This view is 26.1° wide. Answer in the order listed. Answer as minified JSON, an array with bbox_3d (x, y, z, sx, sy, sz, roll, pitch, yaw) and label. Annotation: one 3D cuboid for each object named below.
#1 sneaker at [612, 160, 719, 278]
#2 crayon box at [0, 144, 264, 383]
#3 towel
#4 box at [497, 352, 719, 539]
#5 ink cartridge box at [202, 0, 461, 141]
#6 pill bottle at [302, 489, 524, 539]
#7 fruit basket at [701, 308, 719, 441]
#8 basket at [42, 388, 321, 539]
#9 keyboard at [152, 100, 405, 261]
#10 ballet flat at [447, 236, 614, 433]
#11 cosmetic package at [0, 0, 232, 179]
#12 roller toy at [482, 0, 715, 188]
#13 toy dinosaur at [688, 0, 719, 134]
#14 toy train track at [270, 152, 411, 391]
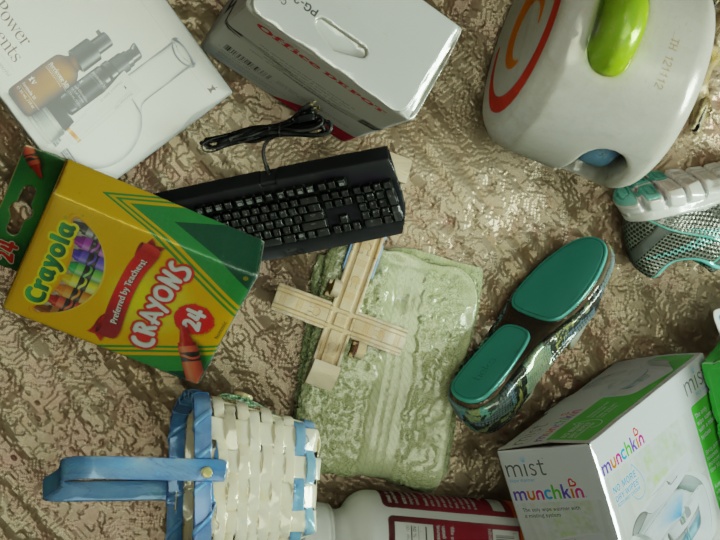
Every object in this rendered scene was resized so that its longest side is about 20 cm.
[{"bbox_3d":[0.313,-0.045,1.340,0.199,0.078,0.092,-8,112,-8],"label":"sneaker"},{"bbox_3d":[-0.191,-0.002,1.209,0.199,0.051,0.127,22,125,-12],"label":"crayon box"},{"bbox_3d":[0.020,0.079,1.297,0.148,0.036,0.201,10,93,-12],"label":"towel"},{"bbox_3d":[0.221,0.184,1.271,0.200,0.097,0.177,-26,102,-47],"label":"box"},{"bbox_3d":[-0.027,-0.176,1.177,0.145,0.200,0.084,33,81,-13],"label":"ink cartridge box"},{"bbox_3d":[0.043,0.239,1.277,0.199,0.113,0.113,7,93,-12],"label":"pill bottle"},{"bbox_3d":[0.385,0.100,1.325,0.200,0.094,0.186,-15,92,-36],"label":"fruit basket"},{"bbox_3d":[-0.141,0.164,1.207,0.199,0.176,0.140,-1,79,-19],"label":"basket"},{"bbox_3d":[-0.069,-0.064,1.218,0.199,0.021,0.127,-11,119,13],"label":"keyboard"},{"bbox_3d":[0.147,0.057,1.308,0.200,0.074,0.074,-45,102,-17],"label":"ballet flat"},{"bbox_3d":[-0.220,-0.176,1.218,0.151,0.052,0.200,-38,101,-9],"label":"cosmetic package"},{"bbox_3d":[0.193,-0.167,1.239,0.139,0.200,0.183,20,124,-12],"label":"roller toy"},{"bbox_3d":[0.313,-0.216,1.311,0.101,0.058,0.200,19,111,-42],"label":"toy dinosaur"},{"bbox_3d":[0.000,0.000,1.256,0.114,0.033,0.201,20,85,-11],"label":"toy train track"}]
